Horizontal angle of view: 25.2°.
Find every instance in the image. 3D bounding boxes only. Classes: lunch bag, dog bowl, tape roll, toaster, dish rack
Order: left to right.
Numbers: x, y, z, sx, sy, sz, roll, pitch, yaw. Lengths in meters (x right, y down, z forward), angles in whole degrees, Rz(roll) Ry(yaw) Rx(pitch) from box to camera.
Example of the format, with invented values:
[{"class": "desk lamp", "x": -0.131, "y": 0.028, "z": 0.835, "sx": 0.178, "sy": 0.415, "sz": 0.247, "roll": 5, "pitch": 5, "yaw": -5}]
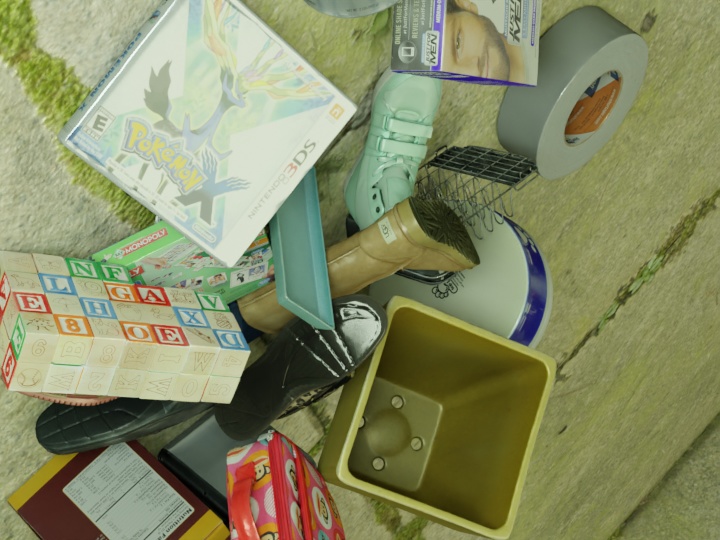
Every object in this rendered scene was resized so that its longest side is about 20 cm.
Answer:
[{"class": "toaster", "x": -0.128, "y": 0.260, "z": 1.776, "sx": 0.118, "sy": 0.199, "sz": 0.182, "roll": -39, "pitch": 144, "yaw": -27}, {"class": "lunch bag", "x": -0.075, "y": 0.260, "z": 1.537, "sx": 0.081, "sy": 0.201, "sz": 0.177, "roll": -21, "pitch": 137, "yaw": 11}, {"class": "dish rack", "x": 0.092, "y": -0.069, "z": 1.736, "sx": 0.199, "sy": 0.153, "sz": 0.055, "roll": -36, "pitch": 127, "yaw": -31}, {"class": "dog bowl", "x": 0.112, "y": 0.024, "z": 1.823, "sx": 0.201, "sy": 0.200, "sz": 0.079, "roll": -53, "pitch": 152, "yaw": 6}, {"class": "tape roll", "x": 0.251, "y": -0.207, "z": 1.899, "sx": 0.200, "sy": 0.066, "sz": 0.201, "roll": -37, "pitch": 150, "yaw": -25}]

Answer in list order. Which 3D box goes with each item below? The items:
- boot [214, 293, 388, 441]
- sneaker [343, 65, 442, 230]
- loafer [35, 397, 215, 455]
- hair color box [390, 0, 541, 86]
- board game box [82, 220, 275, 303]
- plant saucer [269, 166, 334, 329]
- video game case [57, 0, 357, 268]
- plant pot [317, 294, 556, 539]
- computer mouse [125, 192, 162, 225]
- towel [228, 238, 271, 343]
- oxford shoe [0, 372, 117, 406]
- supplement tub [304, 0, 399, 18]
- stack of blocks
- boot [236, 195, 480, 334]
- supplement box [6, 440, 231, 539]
[{"class": "boot", "x": -0.039, "y": 0.084, "z": 1.569, "sx": 0.200, "sy": 0.073, "sz": 0.150, "roll": -42, "pitch": 173, "yaw": 18}, {"class": "sneaker", "x": 0.046, "y": -0.112, "z": 1.618, "sx": 0.073, "sy": 0.119, "sz": 0.202, "roll": 6, "pitch": 127, "yaw": -22}, {"class": "loafer", "x": -0.211, "y": 0.135, "z": 1.547, "sx": 0.198, "sy": 0.073, "sz": 0.073, "roll": -19, "pitch": 145, "yaw": -8}, {"class": "hair color box", "x": 0.107, "y": -0.241, "z": 1.580, "sx": 0.199, "sy": 0.064, "sz": 0.110, "roll": -3, "pitch": 97, "yaw": -55}, {"class": "board game box", "x": -0.175, "y": 0.007, "z": 1.462, "sx": 0.199, "sy": 0.029, "sz": 0.135, "roll": -26, "pitch": 149, "yaw": -6}, {"class": "plant saucer", "x": -0.060, "y": -0.035, "z": 1.493, "sx": 0.019, "sy": 0.201, "sz": 0.070, "roll": -31, "pitch": 136, "yaw": 25}, {"class": "video game case", "x": -0.123, "y": -0.124, "z": 1.349, "sx": 0.200, "sy": 0.022, "sz": 0.183, "roll": 38, "pitch": 91, "yaw": -34}, {"class": "plant pot", "x": 0.059, "y": 0.161, "z": 1.690, "sx": 0.200, "sy": 0.193, "sz": 0.197, "roll": 154, "pitch": -44, "yaw": -70}, {"class": "computer mouse", "x": -0.159, "y": -0.049, "z": 1.465, "sx": 0.109, "sy": 0.044, "sz": 0.201, "roll": -23, "pitch": 149, "yaw": -14}, {"class": "towel", "x": -0.133, "y": 0.045, "z": 1.628, "sx": 0.199, "sy": 0.048, "sz": 0.112, "roll": -33, "pitch": 150, "yaw": -33}, {"class": "oxford shoe", "x": -0.225, "y": 0.074, "z": 1.448, "sx": 0.199, "sy": 0.070, "sz": 0.075, "roll": -3, "pitch": 115, "yaw": -35}, {"class": "supplement tub", "x": -0.021, "y": -0.302, "z": 1.275, "sx": 0.123, "sy": 0.122, "sz": 0.200, "roll": -45, "pitch": 153, "yaw": -10}, {"class": "stack of blocks", "x": -0.206, "y": 0.049, "z": 1.357, "sx": 0.198, "sy": 0.115, "sz": 0.059, "roll": 7, "pitch": 121, "yaw": -30}, {"class": "boot", "x": 0.000, "y": 0.000, "z": 1.582, "sx": 0.199, "sy": 0.067, "sz": 0.175, "roll": -29, "pitch": 155, "yaw": 20}, {"class": "supplement box", "x": -0.212, "y": 0.287, "z": 1.607, "sx": 0.133, "sy": 0.200, "sz": 0.198, "roll": -42, "pitch": 142, "yaw": -15}]
